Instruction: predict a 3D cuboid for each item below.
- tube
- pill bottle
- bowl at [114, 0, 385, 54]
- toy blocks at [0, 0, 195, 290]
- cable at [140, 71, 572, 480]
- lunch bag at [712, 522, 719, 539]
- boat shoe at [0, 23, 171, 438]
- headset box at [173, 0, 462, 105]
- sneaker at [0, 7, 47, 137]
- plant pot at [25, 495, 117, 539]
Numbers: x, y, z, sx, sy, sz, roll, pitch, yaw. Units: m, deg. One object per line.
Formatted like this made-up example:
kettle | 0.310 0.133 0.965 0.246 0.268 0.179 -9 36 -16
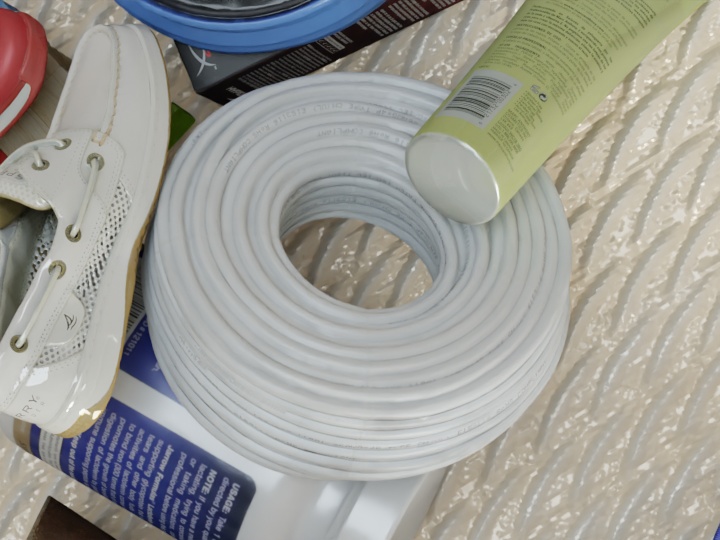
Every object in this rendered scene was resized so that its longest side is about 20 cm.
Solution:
tube | 0.094 -0.099 1.091 0.052 0.200 0.058 -4 126 45
pill bottle | -0.063 0.076 1.121 0.199 0.116 0.116 29 93 11
bowl | -0.053 -0.203 1.092 0.199 0.039 0.202 -1 87 12
toy blocks | -0.201 -0.054 1.172 0.200 0.100 0.137 -45 70 6
cable | 0.000 0.000 1.072 0.198 0.069 0.201 8 54 -5
lunch bag | 0.205 0.216 1.091 0.150 0.094 0.201 25 79 9
boat shoe | -0.135 -0.029 1.052 0.069 0.071 0.201 20 62 -28
headset box | -0.012 -0.189 1.142 0.199 0.077 0.150 -24 84 10
sneaker | -0.254 -0.092 1.100 0.199 0.115 0.079 -18 63 22
plant pot | -0.098 0.233 1.104 0.199 0.187 0.188 25 93 -4
